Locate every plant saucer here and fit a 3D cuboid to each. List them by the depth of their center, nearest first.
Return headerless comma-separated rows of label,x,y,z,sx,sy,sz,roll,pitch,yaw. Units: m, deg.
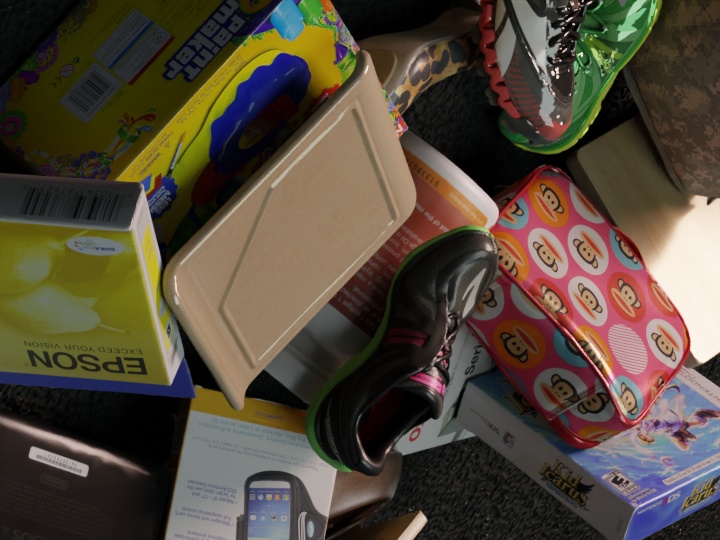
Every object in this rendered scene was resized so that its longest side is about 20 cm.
plant saucer,-0.052,0.198,1.783,0.199,0.032,0.200,-24,169,-5

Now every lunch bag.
lunch bag,0.166,0.019,1.780,0.082,0.200,0.176,-33,-172,42
lunch bag,0.302,-0.145,1.808,0.117,0.164,0.201,-29,112,-30

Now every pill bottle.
pill bottle,0.000,0.000,1.683,0.200,0.112,0.112,-51,147,-3

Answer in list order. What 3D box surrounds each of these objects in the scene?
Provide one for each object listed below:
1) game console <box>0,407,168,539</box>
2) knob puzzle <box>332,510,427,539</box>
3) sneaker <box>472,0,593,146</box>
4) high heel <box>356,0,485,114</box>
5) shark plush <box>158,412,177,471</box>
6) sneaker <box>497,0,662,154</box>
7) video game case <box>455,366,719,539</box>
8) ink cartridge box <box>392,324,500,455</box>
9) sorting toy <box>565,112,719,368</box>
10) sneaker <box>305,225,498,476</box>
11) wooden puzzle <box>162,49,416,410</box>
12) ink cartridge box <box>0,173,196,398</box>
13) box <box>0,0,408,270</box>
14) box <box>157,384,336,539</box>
game console,-0.255,0.194,1.587,0.200,0.116,0.177,24,72,-38
knob puzzle,-0.047,0.272,1.770,0.220,0.220,0.030,-43,101,-14
sneaker,0.128,-0.187,1.610,0.071,0.098,0.201,-24,106,-54
high heel,0.043,-0.126,1.652,0.200,0.071,0.143,-59,141,-7
shark plush,-0.107,0.144,1.761,0.083,0.091,0.200,-48,173,35
sneaker,0.167,-0.176,1.760,0.083,0.074,0.201,-7,126,-53
video game case,0.208,0.125,1.837,0.200,0.181,0.046,-19,133,-43
ink cartridge box,0.083,0.057,1.861,0.200,0.084,0.146,-12,129,-46
sorting toy,0.275,-0.040,1.928,0.198,0.201,0.070,-30,180,-35
sneaker,0.043,0.061,1.615,0.077,0.084,0.200,28,96,-42
wooden puzzle,-0.045,-0.025,1.449,0.200,0.037,0.185,-51,156,-14
ink cartridge box,-0.210,0.021,1.386,0.200,0.197,0.047,82,16,-46
box,-0.103,-0.095,1.463,0.200,0.122,0.193,-48,148,-7
box,-0.087,0.192,1.648,0.119,0.041,0.201,14,81,-17
